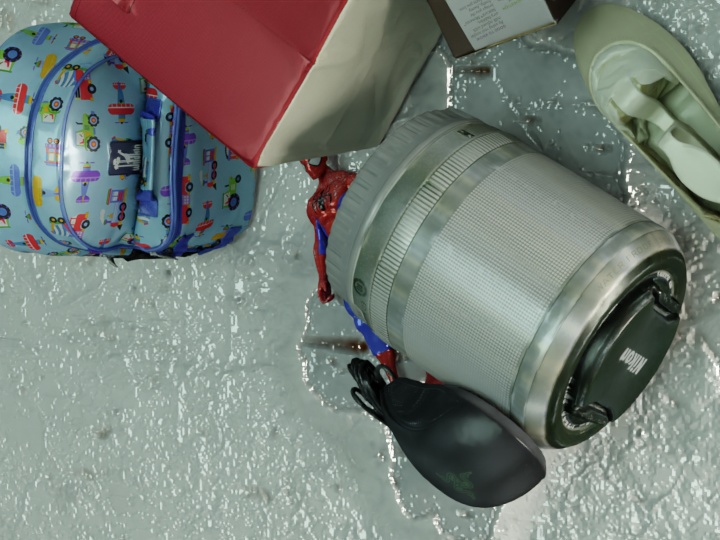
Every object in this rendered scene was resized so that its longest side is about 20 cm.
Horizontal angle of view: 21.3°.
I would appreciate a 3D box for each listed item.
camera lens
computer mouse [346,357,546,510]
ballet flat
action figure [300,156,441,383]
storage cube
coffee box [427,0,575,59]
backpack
[{"bbox_3d":[0.097,0.006,1.231,0.199,0.160,0.161,34,113,27],"label":"camera lens"},{"bbox_3d":[0.056,0.119,1.245,0.138,0.200,0.053,43,78,-11],"label":"computer mouse"},{"bbox_3d":[0.196,-0.095,1.212,0.200,0.069,0.070,51,119,20],"label":"ballet flat"},{"bbox_3d":[0.000,0.000,1.368,0.065,0.052,0.201,-30,76,38],"label":"action figure"},{"bbox_3d":[-0.055,-0.194,1.296,0.180,0.200,0.172,39,115,18],"label":"storage cube"},{"bbox_3d":[0.068,-0.252,1.211,0.079,0.114,0.201,-17,108,32],"label":"coffee box"},{"bbox_3d":[-0.182,-0.092,1.387,0.134,0.199,0.184,13,101,32],"label":"backpack"}]
